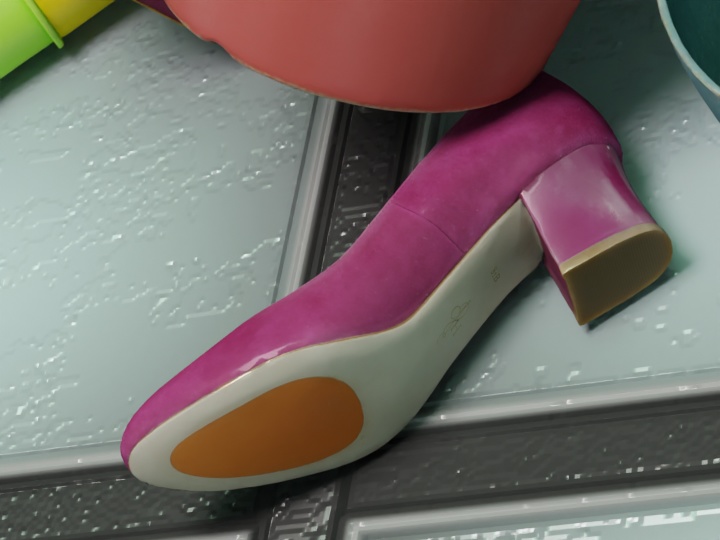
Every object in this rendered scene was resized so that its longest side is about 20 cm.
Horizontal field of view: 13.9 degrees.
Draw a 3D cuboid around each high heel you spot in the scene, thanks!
[{"bbox_3d":[0.000,0.000,0.999,0.200,0.067,0.096,-29,50,-4],"label":"high heel"}]

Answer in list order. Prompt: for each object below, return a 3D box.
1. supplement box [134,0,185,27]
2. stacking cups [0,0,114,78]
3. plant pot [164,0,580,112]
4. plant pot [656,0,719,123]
[{"bbox_3d":[-0.075,-0.198,1.162,0.103,0.131,0.200,-46,37,24],"label":"supplement box"},{"bbox_3d":[-0.182,-0.077,1.181,0.200,0.061,0.061,-37,44,-4],"label":"stacking cups"},{"bbox_3d":[0.016,-0.163,0.988,0.200,0.178,0.201,12,29,-7],"label":"plant pot"},{"bbox_3d":[0.204,-0.069,0.908,0.200,0.135,0.200,-14,46,15],"label":"plant pot"}]
